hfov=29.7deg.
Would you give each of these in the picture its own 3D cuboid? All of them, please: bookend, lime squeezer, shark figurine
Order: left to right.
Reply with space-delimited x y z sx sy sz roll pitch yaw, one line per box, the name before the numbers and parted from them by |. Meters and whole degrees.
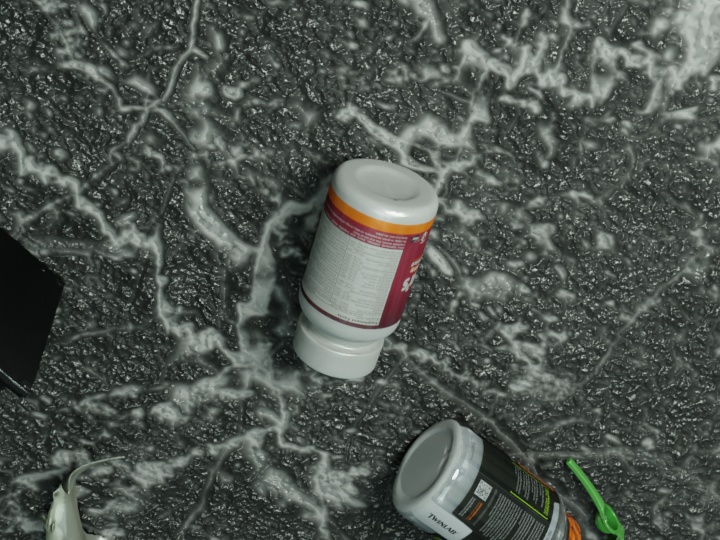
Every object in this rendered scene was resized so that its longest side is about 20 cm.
bookend | -0.404 0.092 1.341 0.198 0.201 0.092 -39 114 18
shark figurine | -0.317 0.297 1.548 0.088 0.128 0.218 0 105 -30
lime squeezer | 0.275 0.301 1.584 0.070 0.038 0.202 13 125 27

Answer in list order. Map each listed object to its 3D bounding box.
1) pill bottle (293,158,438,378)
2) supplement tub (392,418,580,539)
pill bottle | 0.000 0.000 1.353 0.108 0.110 0.202 13 119 -9
supplement tub | 0.142 0.264 1.502 0.199 0.123 0.123 38 112 -20
